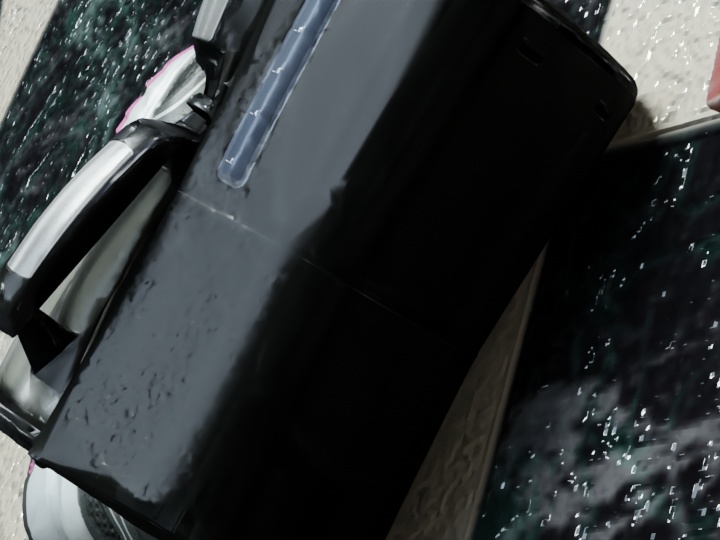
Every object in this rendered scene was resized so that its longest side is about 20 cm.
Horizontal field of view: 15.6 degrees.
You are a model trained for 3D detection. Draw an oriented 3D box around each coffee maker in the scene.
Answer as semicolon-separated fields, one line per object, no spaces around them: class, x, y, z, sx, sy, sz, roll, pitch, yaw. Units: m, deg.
coffee maker;0.000;0.000;0.820;0.201;0.191;0.135;-60;-13;0

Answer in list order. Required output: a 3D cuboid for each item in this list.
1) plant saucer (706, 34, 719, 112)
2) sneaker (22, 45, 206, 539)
plant saucer;0.170;-0.100;0.597;0.199;0.037;0.200;-39;3;15
sneaker;-0.049;0.017;0.945;0.086;0.080;0.202;-1;73;45
